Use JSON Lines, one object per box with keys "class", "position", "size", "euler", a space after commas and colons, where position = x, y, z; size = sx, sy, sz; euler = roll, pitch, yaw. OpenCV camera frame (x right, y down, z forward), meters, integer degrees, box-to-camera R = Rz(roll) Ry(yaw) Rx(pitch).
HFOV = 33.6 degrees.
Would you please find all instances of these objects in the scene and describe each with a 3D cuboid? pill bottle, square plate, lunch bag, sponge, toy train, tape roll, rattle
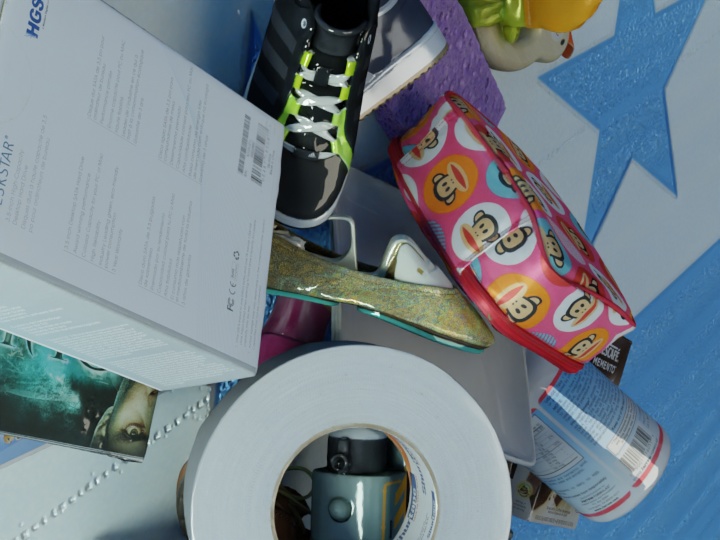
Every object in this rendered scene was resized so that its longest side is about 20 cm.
{"class": "pill bottle", "position": [0.167, 0.121, 1.050], "size": [0.200, 0.109, 0.109], "euler": [42, 62, -10]}
{"class": "square plate", "position": [0.048, 0.037, 0.892], "size": [0.200, 0.028, 0.198], "euler": [21, 53, -37]}
{"class": "lunch bag", "position": [0.118, -0.025, 0.878], "size": [0.082, 0.200, 0.176], "euler": [-41, 140, 19]}
{"class": "sponge", "position": [0.051, -0.150, 0.929], "size": [0.112, 0.030, 0.200], "euler": [-60, 143, -19]}
{"class": "toy train", "position": [0.006, 0.199, 0.842], "size": [0.114, 0.085, 0.200], "euler": [9, 84, -67]}
{"class": "tape roll", "position": [-0.009, 0.145, 0.749], "size": [0.200, 0.066, 0.201], "euler": [0, 89, -13]}
{"class": "rattle", "position": [0.179, -0.221, 0.991], "size": [0.200, 0.143, 0.130], "euler": [21, 67, -49]}

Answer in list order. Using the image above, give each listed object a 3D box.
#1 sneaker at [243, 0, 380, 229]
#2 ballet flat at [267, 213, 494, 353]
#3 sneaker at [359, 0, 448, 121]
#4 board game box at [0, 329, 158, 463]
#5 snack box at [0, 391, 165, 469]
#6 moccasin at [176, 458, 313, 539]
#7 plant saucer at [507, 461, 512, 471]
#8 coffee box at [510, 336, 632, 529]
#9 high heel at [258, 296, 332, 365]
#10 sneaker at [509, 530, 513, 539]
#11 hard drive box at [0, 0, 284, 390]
{"class": "sneaker", "position": [-0.029, -0.124, 0.700], "size": [0.083, 0.072, 0.200], "euler": [-165, -97, -82]}
{"class": "ballet flat", "position": [0.000, 0.000, 0.787], "size": [0.071, 0.200, 0.071], "euler": [-164, -90, -87]}
{"class": "sneaker", "position": [-0.042, -0.136, 0.774], "size": [0.200, 0.070, 0.109], "euler": [-40, 115, -18]}
{"class": "board game box", "position": [-0.181, 0.021, 0.637], "size": [0.200, 0.028, 0.136], "euler": [24, 73, -49]}
{"class": "snack box", "position": [-0.165, 0.056, 0.708], "size": [0.200, 0.024, 0.072], "euler": [-24, 119, -48]}
{"class": "moccasin", "position": [-0.067, 0.180, 0.849], "size": [0.201, 0.074, 0.078], "euler": [53, 45, -44]}
{"class": "plant saucer", "position": [0.055, 0.208, 0.974], "size": [0.200, 0.032, 0.200], "euler": [-55, -174, 9]}
{"class": "coffee box", "position": [0.187, 0.144, 1.177], "size": [0.113, 0.080, 0.200], "euler": [24, 83, -54]}
{"class": "high heel", "position": [-0.012, 0.098, 0.889], "size": [0.200, 0.067, 0.096], "euler": [47, 54, -45]}
{"class": "sneaker", "position": [0.074, 0.284, 1.050], "size": [0.200, 0.082, 0.077], "euler": [-53, 172, -29]}
{"class": "hard drive box", "position": [-0.135, -0.043, 0.609], "size": [0.200, 0.077, 0.156], "euler": [32, 55, -47]}
